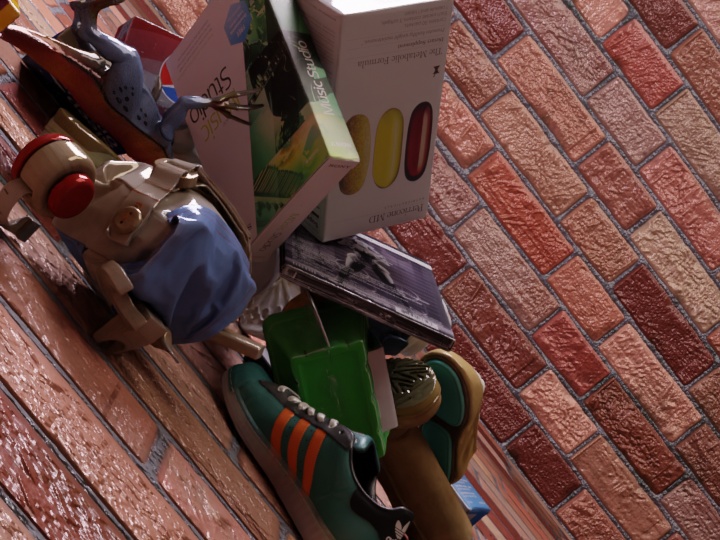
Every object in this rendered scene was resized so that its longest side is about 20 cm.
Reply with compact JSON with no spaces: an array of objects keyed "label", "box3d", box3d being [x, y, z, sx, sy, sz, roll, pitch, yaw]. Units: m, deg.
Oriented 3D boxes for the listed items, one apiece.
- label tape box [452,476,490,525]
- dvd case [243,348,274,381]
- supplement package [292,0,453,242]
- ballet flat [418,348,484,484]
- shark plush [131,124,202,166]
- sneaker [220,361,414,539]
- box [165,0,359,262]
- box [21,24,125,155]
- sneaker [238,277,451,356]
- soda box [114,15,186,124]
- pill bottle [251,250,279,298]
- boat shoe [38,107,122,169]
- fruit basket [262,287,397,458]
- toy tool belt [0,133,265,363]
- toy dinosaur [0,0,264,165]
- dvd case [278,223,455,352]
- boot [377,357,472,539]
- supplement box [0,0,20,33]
[{"label":"label tape box","box3d":[0.050,0.197,1.641,0.201,0.063,0.144,53,5,16]},{"label":"dvd case","box3d":[-0.046,0.131,1.450,0.143,0.018,0.200,52,4,5]},{"label":"supplement package","box3d":[-0.007,-0.144,1.257,0.109,0.113,0.202,41,-44,45]},{"label":"ballet flat","box3d":[0.086,0.124,1.414,0.068,0.063,0.201,35,-32,22]},{"label":"shark plush","box3d":[-0.135,-0.106,1.315,0.083,0.200,0.091,-4,-60,43]},{"label":"sneaker","box3d":[-0.030,0.136,1.132,0.201,0.080,0.071,54,5,29]},{"label":"box","box3d":[-0.082,-0.128,1.200,0.036,0.144,0.201,-1,59,-40]},{"label":"box","box3d":[-0.243,-0.158,1.360,0.121,0.032,0.200,51,-15,-16]},{"label":"sneaker","box3d":[-0.007,0.049,1.442,0.146,0.199,0.081,30,60,-33]},{"label":"soda box","box3d":[-0.140,-0.162,1.412,0.199,0.071,0.063,24,-9,-21]},{"label":"pill bottle","box3d":[-0.124,-0.038,1.392,0.109,0.109,0.200,50,5,-19]},{"label":"boat shoe","box3d":[-0.202,-0.057,1.152,0.073,0.063,0.201,39,-6,14]},{"label":"fruit basket","box3d":[-0.027,0.072,1.275,0.200,0.093,0.187,-100,180,-69]},{"label":"toy tool belt","box3d":[-0.132,-0.007,0.971,0.123,0.125,0.200,44,1,28]},{"label":"toy dinosaur","box3d":[-0.182,-0.115,1.145,0.105,0.199,0.183,9,-65,55]},{"label":"dvd case","box3d":[0.000,0.000,1.258,0.148,0.016,0.200,24,15,-11]},{"label":"boot","box3d":[0.057,0.176,1.389,0.201,0.066,0.175,63,-18,-19]},{"label":"supplement box","box3d":[-0.323,-0.232,1.001,0.200,0.085,0.111,50,5,-28]}]
